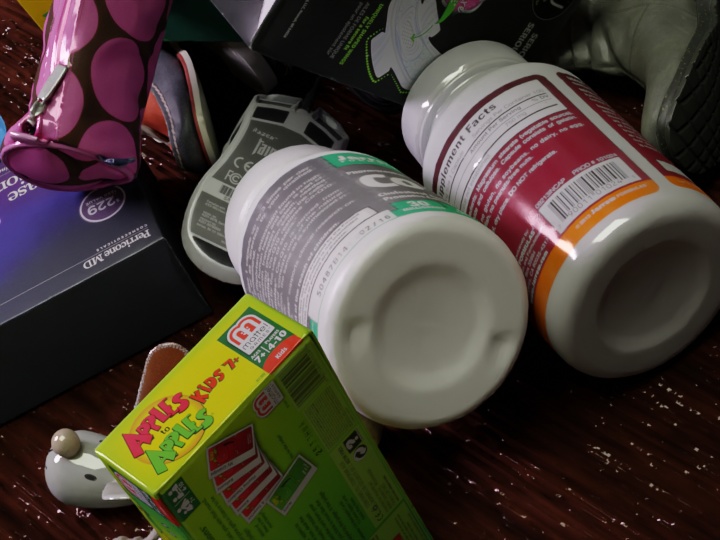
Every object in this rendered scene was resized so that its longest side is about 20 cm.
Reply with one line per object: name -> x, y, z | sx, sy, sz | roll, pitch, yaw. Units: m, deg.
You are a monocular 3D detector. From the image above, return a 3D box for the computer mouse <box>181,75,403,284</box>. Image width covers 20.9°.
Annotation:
computer mouse -> -0.049, -0.071, 1.202 | 0.110, 0.044, 0.200 | 27, 65, 3

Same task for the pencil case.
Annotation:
pencil case -> -0.156, -0.149, 1.149 | 0.091, 0.094, 0.200 | -2, 72, 31

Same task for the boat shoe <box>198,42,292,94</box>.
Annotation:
boat shoe -> -0.100, -0.193, 1.325 | 0.062, 0.075, 0.200 | -39, 47, -9

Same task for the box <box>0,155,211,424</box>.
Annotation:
box -> -0.210, 0.007, 1.201 | 0.200, 0.079, 0.141 | -28, 47, 0

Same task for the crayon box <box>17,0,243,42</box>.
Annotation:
crayon box -> -0.112, -0.243, 1.277 | 0.172, 0.058, 0.200 | 5, 59, 32

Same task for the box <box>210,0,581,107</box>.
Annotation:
box -> 0.008, -0.187, 1.132 | 0.124, 0.200, 0.149 | -55, 46, 19

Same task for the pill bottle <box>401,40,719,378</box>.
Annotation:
pill bottle -> 0.105, -0.041, 1.063 | 0.113, 0.113, 0.200 | -33, 45, -5

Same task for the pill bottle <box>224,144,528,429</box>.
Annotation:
pill bottle -> 0.000, 0.000, 1.048 | 0.113, 0.113, 0.200 | -37, 26, -8

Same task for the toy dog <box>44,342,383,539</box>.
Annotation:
toy dog -> -0.088, 0.098, 1.044 | 0.200, 0.096, 0.132 | -18, 45, 10

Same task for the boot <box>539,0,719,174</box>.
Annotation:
boot -> 0.157, -0.123, 1.154 | 0.130, 0.068, 0.200 | -5, 41, 28

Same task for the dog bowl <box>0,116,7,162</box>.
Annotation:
dog bowl -> -0.308, -0.070, 1.335 | 0.200, 0.050, 0.112 | 24, 64, 40

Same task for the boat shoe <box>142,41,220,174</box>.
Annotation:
boat shoe -> -0.138, -0.118, 1.275 | 0.062, 0.071, 0.200 | -17, 38, -10

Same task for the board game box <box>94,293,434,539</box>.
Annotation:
board game box -> -0.036, 0.115, 0.929 | 0.102, 0.200, 0.048 | -46, 47, -17
